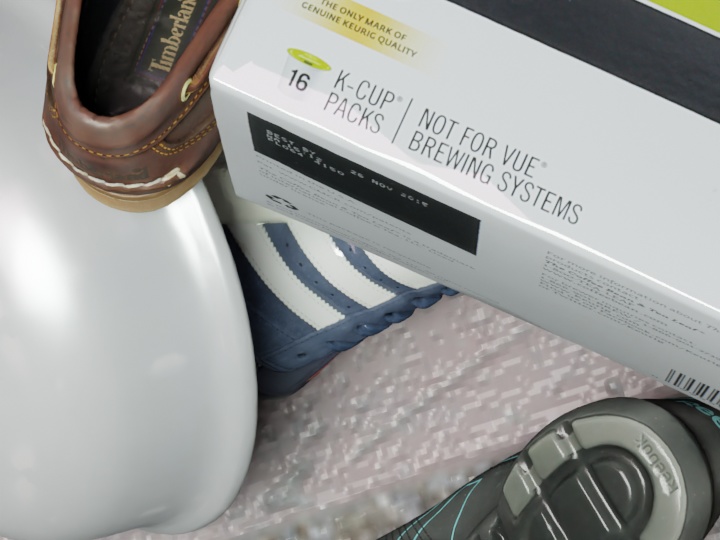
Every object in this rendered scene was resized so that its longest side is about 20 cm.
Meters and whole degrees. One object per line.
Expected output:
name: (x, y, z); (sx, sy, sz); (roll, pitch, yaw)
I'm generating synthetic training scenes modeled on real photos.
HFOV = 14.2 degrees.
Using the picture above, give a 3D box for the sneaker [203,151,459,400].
sneaker: (0.000, 0.000, 0.953); (0.198, 0.075, 0.085); (2, 108, 16)

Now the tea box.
tea box: (0.088, -0.081, 0.812); (0.199, 0.134, 0.198); (25, 81, 5)

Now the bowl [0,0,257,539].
bowl: (-0.128, 0.010, 0.926); (0.201, 0.090, 0.202); (36, 139, 38)

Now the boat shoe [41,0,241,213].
boat shoe: (-0.041, -0.117, 0.846); (0.070, 0.070, 0.201); (13, 73, 9)

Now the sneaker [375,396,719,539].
sneaker: (0.052, 0.100, 0.929); (0.200, 0.079, 0.076); (-34, 83, 37)
